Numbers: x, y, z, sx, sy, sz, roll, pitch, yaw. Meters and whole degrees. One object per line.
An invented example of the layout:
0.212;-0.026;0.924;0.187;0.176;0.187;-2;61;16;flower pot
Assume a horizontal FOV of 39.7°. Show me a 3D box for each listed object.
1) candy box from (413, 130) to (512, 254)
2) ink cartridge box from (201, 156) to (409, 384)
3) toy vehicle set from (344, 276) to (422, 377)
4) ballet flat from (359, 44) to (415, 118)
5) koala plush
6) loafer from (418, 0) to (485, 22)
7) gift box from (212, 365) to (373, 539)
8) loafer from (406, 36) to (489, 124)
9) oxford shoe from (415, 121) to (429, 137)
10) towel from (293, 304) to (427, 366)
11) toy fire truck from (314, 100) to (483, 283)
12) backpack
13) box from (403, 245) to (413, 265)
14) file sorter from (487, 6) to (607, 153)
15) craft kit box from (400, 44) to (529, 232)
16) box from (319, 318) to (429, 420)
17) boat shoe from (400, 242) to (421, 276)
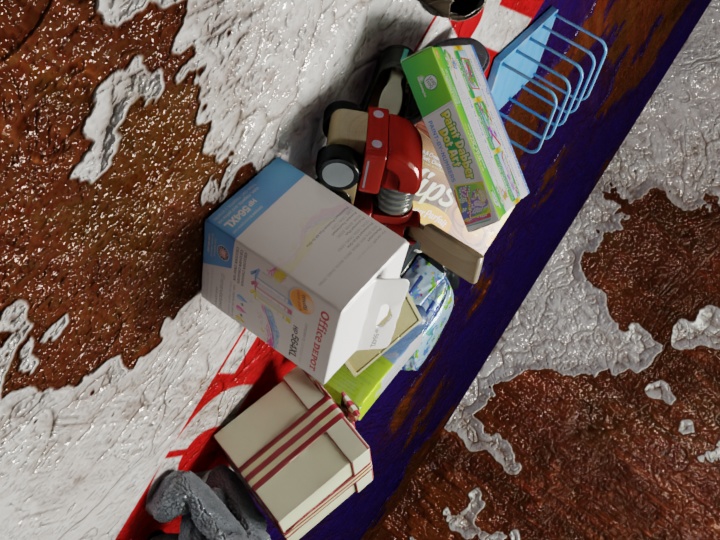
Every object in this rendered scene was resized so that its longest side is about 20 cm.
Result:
0.101;-0.096;1.348;0.116;0.199;0.055;-57;-153;0;candy box
-0.052;0.006;1.048;0.125;0.199;0.129;-44;159;-36;ink cartridge box
0.001;0.048;1.292;0.124;0.027;0.201;-39;143;-6;toy vehicle set
0.018;-0.165;1.170;0.069;0.067;0.202;-82;-174;-60;ballet flat
-0.231;0.395;1.343;0.200;0.184;0.177;-43;160;9;koala plush
0.114;-0.319;1.159;0.074;0.071;0.199;-63;163;20;loafer
-0.092;0.248;1.434;0.186;0.201;0.185;-36;162;-14;gift box
0.086;-0.233;1.273;0.199;0.072;0.063;-39;176;-32;loafer
0.064;-0.137;1.399;0.202;0.070;0.074;-60;-170;3;oxford shoe
-0.001;0.096;1.485;0.198;0.049;0.112;-9;156;-32;towel
0.044;-0.075;1.115;0.177;0.197;0.130;104;-8;-49;toy fire truck
0.090;0.075;1.743;0.200;0.154;0.163;-41;168;-9;backpack
-0.035;0.016;1.280;0.198;0.036;0.144;-3;127;-43;box
0.298;-0.308;1.635;0.200;0.122;0.140;-45;161;-37;file sorter
0.128;-0.160;1.158;0.048;0.202;0.197;-21;-176;20;craft kit box
0.008;0.127;1.591;0.200;0.121;0.048;-47;158;-31;box
0.098;-0.065;1.607;0.075;0.060;0.202;-33;151;-55;boat shoe
